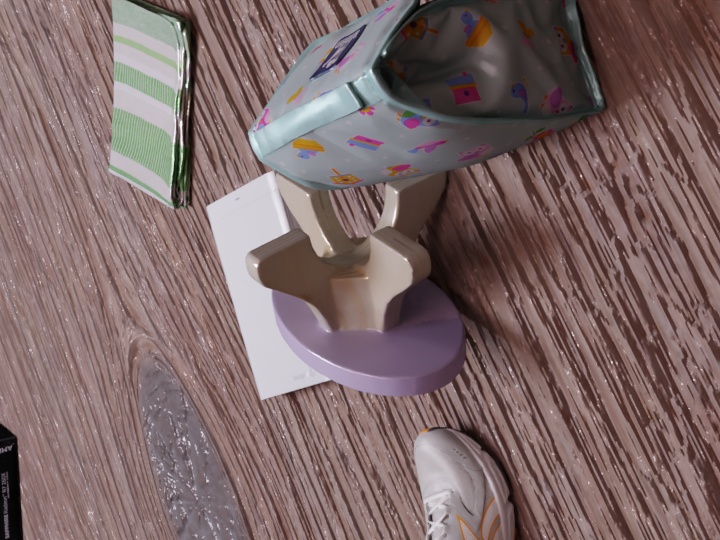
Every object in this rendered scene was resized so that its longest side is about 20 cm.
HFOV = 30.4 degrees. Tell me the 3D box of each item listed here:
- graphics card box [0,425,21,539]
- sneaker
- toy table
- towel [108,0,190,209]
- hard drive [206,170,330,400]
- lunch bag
[{"bbox_3d":[-0.547,0.315,1.941,0.125,0.051,0.200,25,119,46],"label":"graphics card box"},{"bbox_3d":[0.079,0.225,1.072,0.076,0.092,0.200,-35,73,50],"label":"sneaker"},{"bbox_3d":[0.000,0.000,1.056,0.200,0.184,0.117,23,136,37],"label":"toy table"},{"bbox_3d":[-0.224,-0.178,1.394,0.152,0.023,0.200,28,122,45],"label":"towel"},{"bbox_3d":[-0.082,0.016,1.270,0.132,0.026,0.200,-22,83,53],"label":"hard drive"},{"bbox_3d":[0.037,-0.128,0.928,0.170,0.200,0.122,-16,89,54],"label":"lunch bag"}]
